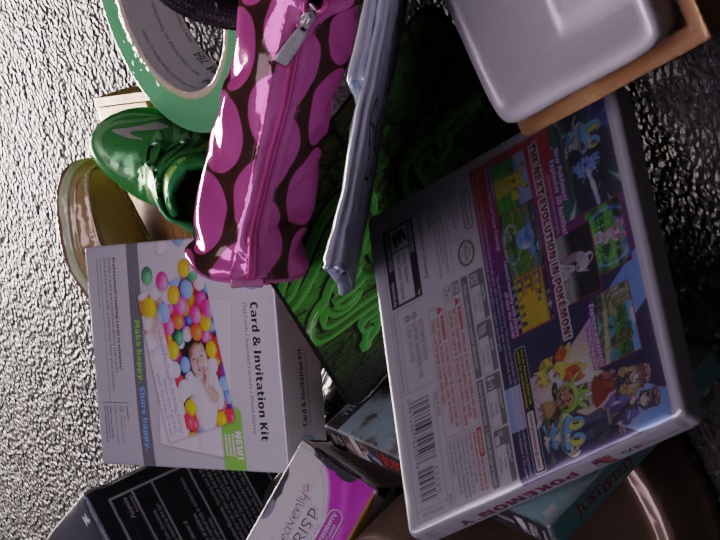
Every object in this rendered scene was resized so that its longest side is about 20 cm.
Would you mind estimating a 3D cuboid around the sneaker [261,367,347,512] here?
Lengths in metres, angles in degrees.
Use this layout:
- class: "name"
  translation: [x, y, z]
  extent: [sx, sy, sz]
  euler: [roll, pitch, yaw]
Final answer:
- class: "sneaker"
  translation: [-0.012, 0.132, 1.259]
  extent: [0.075, 0.079, 0.201]
  euler: [22, 119, -5]

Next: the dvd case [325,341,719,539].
- class: "dvd case"
  translation: [0.089, 0.075, 1.057]
  extent: [0.199, 0.146, 0.022]
  euler: [18, 143, 52]

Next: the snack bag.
- class: "snack bag"
  translation: [0.002, -0.086, 1.017]
  extent: [0.189, 0.021, 0.202]
  euler: [79, -159, -86]

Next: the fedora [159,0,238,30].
- class: "fedora"
  translation: [-0.077, -0.249, 1.133]
  extent: [0.092, 0.198, 0.203]
  euler: [-91, -13, -77]

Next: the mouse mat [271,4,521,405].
- class: "mouse mat"
  translation: [0.019, -0.040, 1.103]
  extent: [0.200, 0.007, 0.161]
  euler: [-50, 53, 21]

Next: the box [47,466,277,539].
- class: "box"
  translation: [-0.096, 0.230, 1.372]
  extent: [0.201, 0.197, 0.123]
  euler: [61, 147, 11]

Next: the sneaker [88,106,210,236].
- class: "sneaker"
  translation: [-0.119, -0.069, 1.310]
  extent: [0.199, 0.083, 0.075]
  euler: [29, 89, 29]

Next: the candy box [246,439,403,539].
- class: "candy box"
  translation: [-0.010, 0.182, 1.176]
  extent: [0.061, 0.200, 0.137]
  euler: [31, 96, 21]

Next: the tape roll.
- class: "tape roll"
  translation: [-0.116, -0.199, 1.285]
  extent: [0.200, 0.048, 0.202]
  euler: [35, 136, 42]

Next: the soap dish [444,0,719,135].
- class: "soap dish"
  translation: [0.100, -0.187, 0.936]
  extent: [0.157, 0.081, 0.202]
  euler: [-26, 87, 58]

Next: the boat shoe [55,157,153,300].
- class: "boat shoe"
  translation: [-0.171, 0.007, 1.420]
  extent: [0.076, 0.072, 0.202]
  euler: [1, 118, 41]

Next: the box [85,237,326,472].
- class: "box"
  translation: [-0.108, 0.056, 1.253]
  extent: [0.199, 0.041, 0.158]
  euler: [-3, 93, 44]

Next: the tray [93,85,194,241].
- class: "tray"
  translation: [-0.146, -0.044, 1.433]
  extent: [0.098, 0.037, 0.202]
  euler: [2, 109, 56]

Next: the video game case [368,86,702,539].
- class: "video game case"
  translation: [0.087, 0.023, 0.994]
  extent: [0.181, 0.023, 0.202]
  euler: [-29, 54, 33]

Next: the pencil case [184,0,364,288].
- class: "pencil case"
  translation: [-0.051, -0.085, 1.080]
  extent: [0.094, 0.090, 0.202]
  euler: [-125, 44, -62]

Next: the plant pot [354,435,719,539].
- class: "plant pot"
  translation: [0.087, 0.173, 1.089]
  extent: [0.200, 0.174, 0.202]
  euler: [34, 135, 43]
